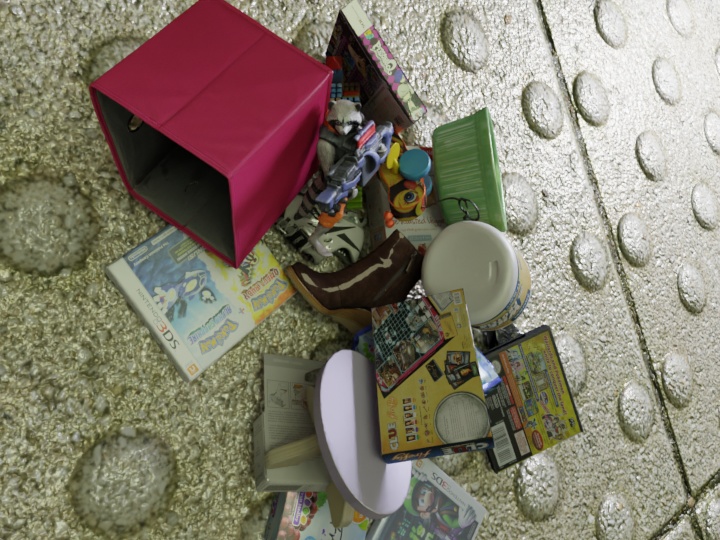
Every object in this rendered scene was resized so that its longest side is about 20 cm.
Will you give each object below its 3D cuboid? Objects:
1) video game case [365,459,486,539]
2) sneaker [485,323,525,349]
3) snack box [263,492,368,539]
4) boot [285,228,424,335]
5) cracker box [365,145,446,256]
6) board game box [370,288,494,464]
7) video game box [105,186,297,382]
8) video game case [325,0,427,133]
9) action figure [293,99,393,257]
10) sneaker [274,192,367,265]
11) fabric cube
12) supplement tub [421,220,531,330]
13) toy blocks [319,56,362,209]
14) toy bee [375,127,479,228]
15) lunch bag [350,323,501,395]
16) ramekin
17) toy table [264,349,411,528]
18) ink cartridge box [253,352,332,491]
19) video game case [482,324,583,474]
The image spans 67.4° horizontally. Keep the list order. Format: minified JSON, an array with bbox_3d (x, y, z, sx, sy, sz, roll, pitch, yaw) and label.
[{"bbox_3d":[0.101,0.426,0.862,0.181,0.023,0.202,42,65,-16],"label":"video game case"},{"bbox_3d":[0.300,0.164,0.992,0.197,0.060,0.107,32,73,-17],"label":"sneaker"},{"bbox_3d":[-0.070,0.409,0.754,0.139,0.053,0.206,21,70,-25],"label":"snack box"},{"bbox_3d":[0.000,0.000,0.817,0.199,0.072,0.167,38,95,-31],"label":"boot"},{"bbox_3d":[0.079,-0.105,0.918,0.130,0.057,0.208,-4,83,-29],"label":"cracker box"},{"bbox_3d":[0.084,0.128,0.683,0.131,0.035,0.205,-12,52,11],"label":"board game box"},{"bbox_3d":[-0.213,0.016,0.747,0.199,0.046,0.185,-40,103,-27],"label":"video game box"},{"bbox_3d":[0.017,-0.295,0.837,0.035,0.200,0.183,-36,99,-5],"label":"video game case"},{"bbox_3d":[-0.039,-0.120,0.686,0.102,0.198,0.201,24,37,13],"label":"action figure"},{"bbox_3d":[-0.079,-0.059,0.815,0.195,0.074,0.092,15,73,-25],"label":"sneaker"},{"bbox_3d":[-0.173,-0.170,0.675,0.197,0.198,0.201,32,62,7],"label":"fabric cube"},{"bbox_3d":[0.188,0.016,0.841,0.199,0.140,0.150,19,69,-62],"label":"supplement tub"},{"bbox_3d":[-0.025,-0.216,0.806,0.096,0.138,0.206,-1,65,2],"label":"toy blocks"},{"bbox_3d":[0.061,-0.122,0.775,0.108,0.200,0.133,-36,131,-9],"label":"toy bee"},{"bbox_3d":[0.097,0.146,0.814,0.196,0.129,0.172,-25,66,-29],"label":"lunch bag"},{"bbox_3d":[0.185,-0.160,0.912,0.199,0.095,0.208,-9,90,-72],"label":"ramekin"},{"bbox_3d":[-0.022,0.222,0.698,0.179,0.117,0.205,16,48,-28],"label":"toy table"},{"bbox_3d":[-0.059,0.224,0.787,0.195,0.045,0.181,14,49,-31],"label":"ink cartridge box"},{"bbox_3d":[0.280,0.224,0.944,0.176,0.025,0.206,-22,97,-5],"label":"video game case"}]
